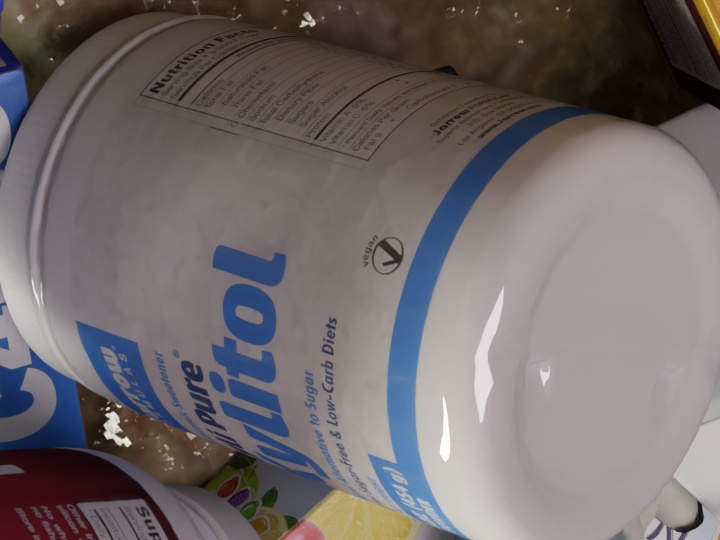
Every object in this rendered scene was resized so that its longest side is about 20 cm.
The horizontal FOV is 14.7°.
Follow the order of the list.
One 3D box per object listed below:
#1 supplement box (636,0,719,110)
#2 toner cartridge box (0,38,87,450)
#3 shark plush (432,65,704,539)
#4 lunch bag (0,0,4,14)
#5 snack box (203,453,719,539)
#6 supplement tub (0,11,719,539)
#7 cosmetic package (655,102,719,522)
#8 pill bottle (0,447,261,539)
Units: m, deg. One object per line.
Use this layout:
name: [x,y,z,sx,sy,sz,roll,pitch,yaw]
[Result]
supplement box: [0.166,-0.149,0.831,0.197,0.200,0.133,-26,98,2]
toner cartridge box: [-0.144,0.028,0.915,0.095,0.043,0.200,-15,119,-16]
shark plush: [0.046,0.036,0.923,0.083,0.091,0.200,-12,109,22]
lunch bag: [-0.209,-0.031,0.779,0.199,0.128,0.170,10,127,-11]
snack box: [0.043,0.103,1.019,0.200,0.068,0.169,-41,121,-1]
supplement tub: [0.000,0.000,0.854,0.132,0.200,0.132,-20,117,-45]
cosmetic package: [0.209,0.014,0.940,0.200,0.123,0.199,-26,142,18]
pill bottle: [-0.114,0.110,0.840,0.200,0.113,0.113,3,115,-58]
